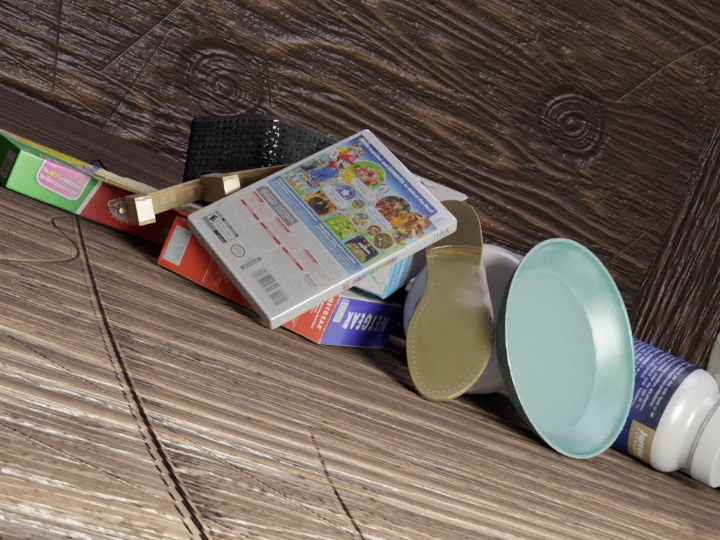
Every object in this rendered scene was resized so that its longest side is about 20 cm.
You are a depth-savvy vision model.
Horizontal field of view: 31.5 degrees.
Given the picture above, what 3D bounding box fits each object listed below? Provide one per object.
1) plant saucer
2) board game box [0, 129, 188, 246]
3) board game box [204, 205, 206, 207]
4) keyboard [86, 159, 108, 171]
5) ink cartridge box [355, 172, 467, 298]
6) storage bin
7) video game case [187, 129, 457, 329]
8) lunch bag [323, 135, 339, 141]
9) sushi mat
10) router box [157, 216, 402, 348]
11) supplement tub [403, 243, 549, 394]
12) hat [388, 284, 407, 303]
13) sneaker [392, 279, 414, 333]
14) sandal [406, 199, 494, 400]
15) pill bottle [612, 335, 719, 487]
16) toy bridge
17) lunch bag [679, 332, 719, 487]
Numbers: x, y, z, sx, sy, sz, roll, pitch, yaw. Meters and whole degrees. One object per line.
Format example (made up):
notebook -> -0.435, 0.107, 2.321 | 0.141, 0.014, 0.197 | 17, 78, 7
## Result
plant saucer -> 0.181, 0.072, 1.166 | 0.036, 0.200, 0.200 | -12, -24, 44
board game box -> -0.290, -0.086, 1.343 | 0.200, 0.040, 0.153 | 22, 4, -32
board game box -> -0.104, -0.010, 1.500 | 0.158, 0.039, 0.200 | 24, 10, -34
keyboard -> -0.301, -0.105, 1.562 | 0.104, 0.040, 0.200 | 28, 4, 35
ink cartridge box -> 0.019, -0.045, 1.270 | 0.115, 0.068, 0.200 | 23, 22, 17
storage bin -> -0.096, -0.109, 1.482 | 0.135, 0.094, 0.200 | 3, -10, 36
video game case -> -0.035, -0.042, 1.151 | 0.143, 0.200, 0.018 | 48, -25, 31
lunch bag -> -0.068, -0.130, 2.152 | 0.077, 0.200, 0.160 | 25, 1, -24
sushi mat -> -0.158, -0.058, 1.261 | 0.200, 0.012, 0.096 | 21, 2, 19
router box -> -0.072, 0.015, 1.234 | 0.179, 0.049, 0.200 | 25, 4, 17
supplement tub -> 0.130, 0.050, 1.298 | 0.144, 0.145, 0.200 | 25, 3, 14
hat -> 0.000, 0.000, 1.387 | 0.200, 0.081, 0.201 | 15, 6, -1
sneaker -> 0.047, 0.047, 1.530 | 0.200, 0.076, 0.088 | 34, 23, -54
sandal -> 0.083, 0.040, 1.169 | 0.077, 0.212, 0.070 | 3, -34, 3
pill bottle -> 0.300, 0.139, 1.334 | 0.200, 0.116, 0.116 | 26, 4, 32
toy bridge -> -0.132, -0.077, 1.202 | 0.200, 0.027, 0.067 | -14, 12, -25
lunch bag -> 0.454, 0.173, 1.453 | 0.117, 0.164, 0.200 | 20, 1, 32
